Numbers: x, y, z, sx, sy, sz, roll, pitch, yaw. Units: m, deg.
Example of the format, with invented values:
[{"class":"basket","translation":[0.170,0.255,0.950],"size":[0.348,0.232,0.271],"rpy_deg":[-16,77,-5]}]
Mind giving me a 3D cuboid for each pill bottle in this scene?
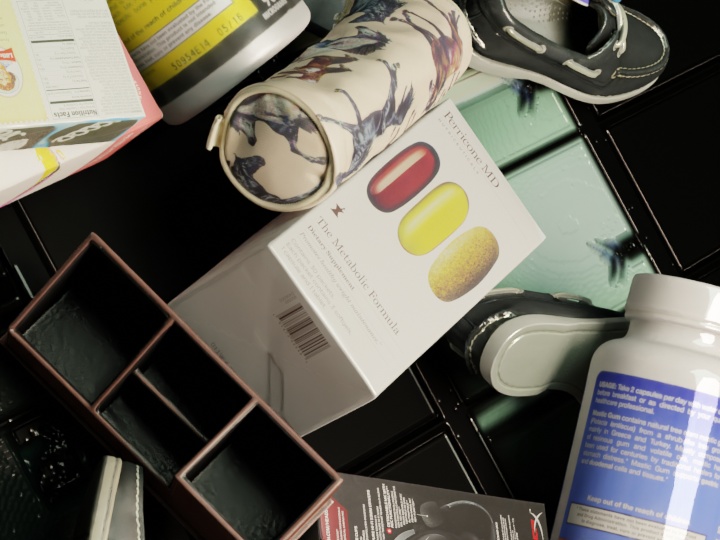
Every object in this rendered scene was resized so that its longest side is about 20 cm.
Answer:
[{"class":"pill bottle","translation":[-0.131,-0.197,1.651],"size":[0.200,0.114,0.114],"rpy_deg":[52,46,-8]},{"class":"pill bottle","translation":[0.190,0.108,1.733],"size":[0.112,0.112,0.200],"rpy_deg":[18,84,-33]}]

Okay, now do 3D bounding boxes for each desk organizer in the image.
[{"class":"desk organizer","translation":[-0.105,0.077,1.520],"size":[0.200,0.077,0.072],"rpy_deg":[44,75,4]}]

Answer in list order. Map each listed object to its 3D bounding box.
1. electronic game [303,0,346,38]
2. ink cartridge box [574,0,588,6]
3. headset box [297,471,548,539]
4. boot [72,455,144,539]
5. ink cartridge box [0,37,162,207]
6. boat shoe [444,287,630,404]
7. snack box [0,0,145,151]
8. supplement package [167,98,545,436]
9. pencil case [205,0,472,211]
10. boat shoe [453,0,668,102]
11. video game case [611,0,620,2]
[{"class":"electronic game","translation":[-0.028,-0.233,1.805],"size":[0.200,0.042,0.200],"rpy_deg":[25,47,-30]},{"class":"ink cartridge box","translation":[0.081,-0.288,1.859],"size":[0.198,0.043,0.200],"rpy_deg":[23,40,-15]},{"class":"headset box","translation":[0.020,0.205,1.612],"size":[0.200,0.077,0.149],"rpy_deg":[10,63,-36]},{"class":"boot","translation":[-0.084,0.206,1.491],"size":[0.153,0.073,0.204],"rpy_deg":[5,71,-12]},{"class":"ink cartridge box","translation":[-0.222,-0.094,1.556],"size":[0.200,0.067,0.117],"rpy_deg":[-30,90,-44]},{"class":"boat shoe","translation":[0.133,0.047,1.790],"size":[0.060,0.076,0.200],"rpy_deg":[39,14,37]},{"class":"snack box","translation":[-0.221,-0.122,1.497],"size":[0.200,0.037,0.116],"rpy_deg":[-7,73,-42]},{"class":"supplement package","translation":[0.000,0.000,1.670],"size":[0.114,0.109,0.200],"rpy_deg":[54,46,-6]},{"class":"pencil case","translation":[-0.012,-0.107,1.645],"size":[0.200,0.089,0.078],"rpy_deg":[-44,143,-52]},{"class":"boat shoe","translation":[0.148,-0.163,1.898],"size":[0.200,0.060,0.076],"rpy_deg":[-1,70,-40]},{"class":"video game case","translation":[0.157,-0.276,1.947],"size":[0.143,0.018,0.200],"rpy_deg":[34,38,2]}]
